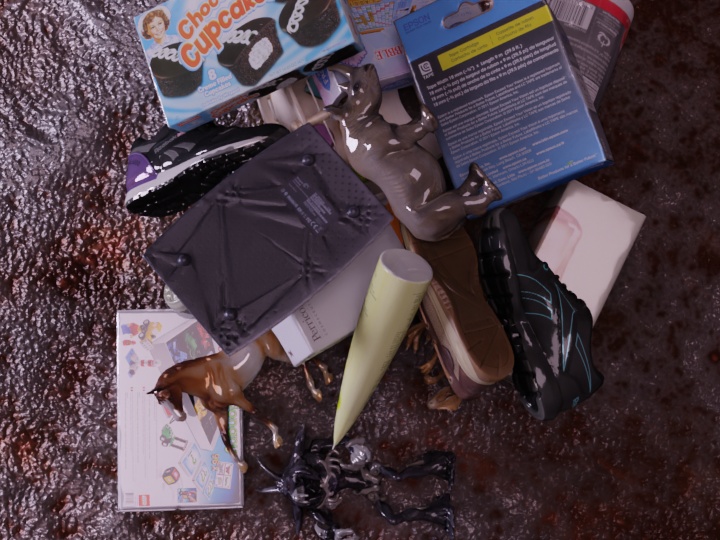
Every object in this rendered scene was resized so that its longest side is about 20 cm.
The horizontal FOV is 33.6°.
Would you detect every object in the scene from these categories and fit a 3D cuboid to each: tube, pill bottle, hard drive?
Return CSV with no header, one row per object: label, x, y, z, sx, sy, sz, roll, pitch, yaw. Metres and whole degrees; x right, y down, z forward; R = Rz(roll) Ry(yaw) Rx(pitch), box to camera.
tube,0.010,0.073,1.104,0.058,0.201,0.052,-11,45,-38
pill bottle,0.192,-0.189,1.201,0.110,0.111,0.201,22,85,1
hard drive,-0.083,-0.027,1.087,0.200,0.042,0.135,-40,83,-15

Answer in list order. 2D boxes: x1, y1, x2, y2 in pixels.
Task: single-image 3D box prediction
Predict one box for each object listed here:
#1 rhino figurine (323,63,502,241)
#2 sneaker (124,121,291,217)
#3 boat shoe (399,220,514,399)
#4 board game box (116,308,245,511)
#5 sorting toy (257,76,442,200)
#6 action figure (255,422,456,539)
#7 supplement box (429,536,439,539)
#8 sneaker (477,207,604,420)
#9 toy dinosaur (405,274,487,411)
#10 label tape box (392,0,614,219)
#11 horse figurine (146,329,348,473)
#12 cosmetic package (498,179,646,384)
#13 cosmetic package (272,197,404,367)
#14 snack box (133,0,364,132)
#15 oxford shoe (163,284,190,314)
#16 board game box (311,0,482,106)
rhino figurine,0.034,-0.113,1.087,0.087,0.060,0.200,-42,83,8
sneaker,-0.157,-0.125,1.173,0.199,0.076,0.088,-17,68,28
boat shoe,0.075,0.025,1.116,0.072,0.072,0.201,-8,64,-35
board game box,-0.181,0.139,1.203,0.125,0.035,0.201,-1,85,-3
sorting toy,0.003,-0.156,1.207,0.179,0.107,0.201,-22,80,-13
action figure,-0.005,0.214,1.170,0.199,0.102,0.120,2,97,-3
supplement box,0.043,0.368,1.152,0.086,0.110,0.200,40,86,2
sneaker,0.166,0.035,1.110,0.079,0.075,0.201,-18,93,-13
toy dinosaur,0.104,0.055,1.180,0.060,0.106,0.201,37,62,-38
label tape box,0.135,-0.168,1.120,0.144,0.063,0.201,-21,86,21
horse figurine,-0.101,0.100,1.174,0.200,0.050,0.133,-44,103,-22
cosmetic package,0.193,0.020,1.189,0.087,0.103,0.201,27,84,0
cosmetic package,0.000,0.000,1.170,0.199,0.071,0.102,-30,86,-24
snack box,-0.107,-0.223,1.121,0.199,0.037,0.117,-22,80,15
oxford shoe,-0.132,-0.038,1.203,0.058,0.075,0.201,38,65,-34
board game box,0.014,-0.278,1.192,0.199,0.041,0.200,-19,79,-29
